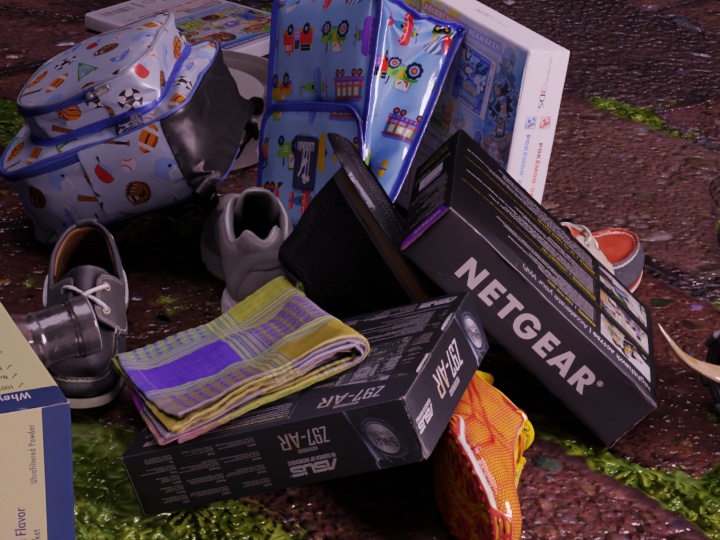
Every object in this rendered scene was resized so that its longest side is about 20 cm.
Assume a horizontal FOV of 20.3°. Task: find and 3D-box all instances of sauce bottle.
[{"bbox_3d":[-0.270,0.064,1.328,0.199,0.066,0.066,-18,30,-19],"label":"sauce bottle"}]

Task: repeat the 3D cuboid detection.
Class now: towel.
[{"bbox_3d":[-0.082,0.055,1.303,0.143,0.023,0.200,-25,17,-10],"label":"towel"}]

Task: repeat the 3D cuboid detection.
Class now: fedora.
[{"bbox_3d":[0.000,0.000,1.434,0.091,0.201,0.201,-33,28,3],"label":"fedora"}]

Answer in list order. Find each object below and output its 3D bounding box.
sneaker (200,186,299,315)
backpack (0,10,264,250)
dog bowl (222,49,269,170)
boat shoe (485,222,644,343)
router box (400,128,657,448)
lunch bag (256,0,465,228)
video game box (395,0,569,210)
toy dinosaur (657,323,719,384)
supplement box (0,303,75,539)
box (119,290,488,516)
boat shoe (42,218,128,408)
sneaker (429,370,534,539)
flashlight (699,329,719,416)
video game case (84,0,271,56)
[{"bbox_3d":[-0.080,-0.031,1.544,0.075,0.093,0.200,-4,25,-12],"label":"sneaker"},{"bbox_3d":[-0.195,-0.106,1.613,0.190,0.155,0.200,-27,15,19],"label":"backpack"},{"bbox_3d":[-0.157,-0.145,1.829,0.198,0.059,0.200,2,25,-1],"label":"dog bowl"},{"bbox_3d":[0.151,-0.003,1.535,0.071,0.063,0.199,21,29,40],"label":"boat shoe"},{"bbox_3d":[0.118,0.009,1.379,0.200,0.051,0.149,43,21,-12],"label":"router box"},{"bbox_3d":[-0.016,-0.112,1.619,0.094,0.202,0.150,17,-8,-37],"label":"lunch bag"},{"bbox_3d":[0.086,-0.121,1.642,0.046,0.184,0.200,-5,25,-28],"label":"video game box"},{"bbox_3d":[0.277,0.080,1.314,0.199,0.058,0.102,-1,49,-30],"label":"toy dinosaur"},{"bbox_3d":[-0.289,0.109,1.177,0.198,0.135,0.200,-10,27,-23],"label":"supplement box"},{"bbox_3d":[-0.032,0.082,1.275,0.199,0.044,0.160,-14,18,22],"label":"box"},{"bbox_3d":[-0.200,0.032,1.434,0.071,0.068,0.200,1,28,-3],"label":"boat shoe"},{"bbox_3d":[0.079,0.110,1.272,0.076,0.074,0.200,-1,26,-8],"label":"sneaker"},{"bbox_3d":[0.335,0.061,1.412,0.199,0.069,0.068,-7,26,-29],"label":"flashlight"},{"bbox_3d":[-0.171,-0.257,2.122,0.199,0.018,0.143,20,30,35],"label":"video game case"}]
